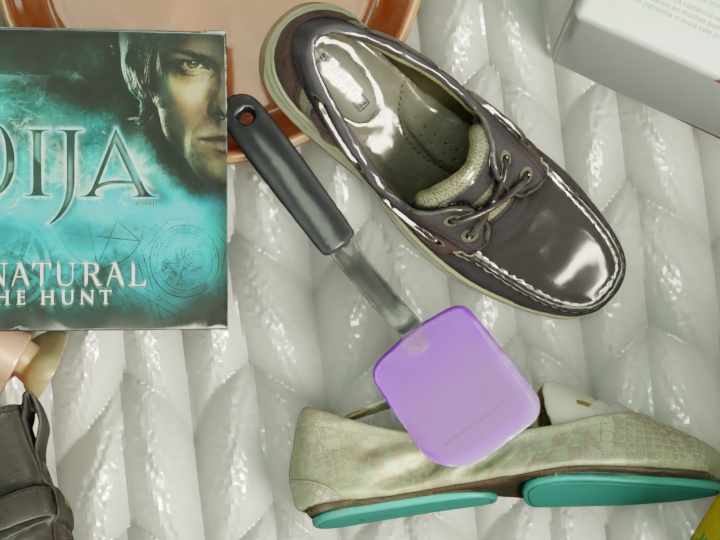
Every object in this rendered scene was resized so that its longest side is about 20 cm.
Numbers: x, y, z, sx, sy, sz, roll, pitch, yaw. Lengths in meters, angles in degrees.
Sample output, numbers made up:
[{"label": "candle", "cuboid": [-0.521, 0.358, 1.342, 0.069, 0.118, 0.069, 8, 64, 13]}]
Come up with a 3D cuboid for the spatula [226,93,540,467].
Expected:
[{"label": "spatula", "cuboid": [0.000, 0.000, 1.316, 0.056, 0.021, 0.200, -36, 75, -7]}]

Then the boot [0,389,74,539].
[{"label": "boot", "cuboid": [-0.183, 0.165, 1.261, 0.200, 0.069, 0.174, -34, 66, -10]}]

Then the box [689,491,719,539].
[{"label": "box", "cuboid": [0.268, 0.138, 1.242, 0.200, 0.193, 0.122, 33, 86, -9]}]

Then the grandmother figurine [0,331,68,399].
[{"label": "grandmother figurine", "cuboid": [-0.238, 0.020, 1.318, 0.200, 0.061, 0.121, 30, 80, -10]}]

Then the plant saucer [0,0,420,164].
[{"label": "plant saucer", "cuboid": [-0.069, -0.148, 1.362, 0.200, 0.032, 0.201, 0, 87, 0]}]

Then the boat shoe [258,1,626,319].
[{"label": "boat shoe", "cuboid": [0.040, -0.044, 1.321, 0.200, 0.065, 0.072, 41, 90, -13]}]

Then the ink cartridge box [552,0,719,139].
[{"label": "ink cartridge box", "cuboid": [0.192, -0.162, 1.305, 0.145, 0.145, 0.200, 25, 87, 2]}]

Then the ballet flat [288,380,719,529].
[{"label": "ballet flat", "cuboid": [0.066, 0.077, 1.331, 0.199, 0.067, 0.063, -4, 76, 0]}]

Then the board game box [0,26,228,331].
[{"label": "board game box", "cuboid": [-0.157, -0.040, 1.297, 0.200, 0.028, 0.136, -1, 90, -18]}]
